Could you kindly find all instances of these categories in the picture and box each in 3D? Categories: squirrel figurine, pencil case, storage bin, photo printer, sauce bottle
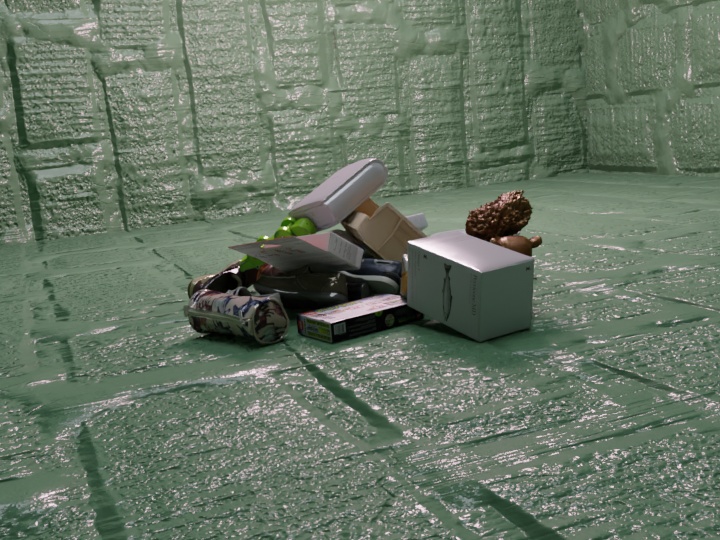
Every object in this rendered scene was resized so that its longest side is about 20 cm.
[{"bbox_3d":[0.244,-0.043,1.545,0.139,0.204,0.187,1,-12,-6],"label":"squirrel figurine"},{"bbox_3d":[-0.218,0.078,1.504,0.198,0.079,0.089,5,-6,42],"label":"pencil case"},{"bbox_3d":[0.067,-0.061,1.812,0.094,0.198,0.200,-50,15,-1],"label":"storage bin"},{"bbox_3d":[-0.041,-0.163,1.853,0.200,0.070,0.165,-42,16,-30],"label":"photo printer"},{"bbox_3d":[-0.078,0.038,1.705,0.197,0.066,0.065,1,11,26],"label":"sauce bottle"}]

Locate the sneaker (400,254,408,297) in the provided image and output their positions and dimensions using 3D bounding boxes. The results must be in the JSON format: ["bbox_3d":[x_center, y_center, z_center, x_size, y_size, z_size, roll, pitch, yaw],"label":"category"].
[{"bbox_3d":[0.118,0.016,1.599,0.086,0.077,0.200,5,-6,7],"label":"sneaker"}]

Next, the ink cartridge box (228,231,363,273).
[{"bbox_3d":[-0.122,-0.042,1.653,0.198,0.045,0.175,-6,-24,44],"label":"ink cartridge box"}]

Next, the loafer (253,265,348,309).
[{"bbox_3d":[-0.108,0.031,1.648,0.197,0.071,0.075,6,-23,22],"label":"loafer"}]

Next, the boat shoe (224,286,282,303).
[{"bbox_3d":[-0.225,0.064,1.627,0.198,0.067,0.071,3,13,39],"label":"boat shoe"}]

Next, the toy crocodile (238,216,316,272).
[{"bbox_3d":[-0.178,-0.052,1.837,0.199,0.062,0.068,-33,16,24],"label":"toy crocodile"}]

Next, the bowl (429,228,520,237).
[{"bbox_3d":[0.249,-0.035,1.887,0.197,0.092,0.201,-6,9,1],"label":"bowl"}]

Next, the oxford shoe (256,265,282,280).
[{"bbox_3d":[-0.141,0.006,1.920,0.072,0.073,0.198,11,18,43],"label":"oxford shoe"}]

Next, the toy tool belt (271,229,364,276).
[{"bbox_3d":[-0.086,-0.004,1.843,0.198,0.126,0.123,-29,-3,0],"label":"toy tool belt"}]

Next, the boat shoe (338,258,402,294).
[{"bbox_3d":[0.000,0.000,1.715,0.198,0.063,0.075,4,-30,43],"label":"boat shoe"}]

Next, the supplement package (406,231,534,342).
[{"bbox_3d":[0.176,0.021,1.433,0.116,0.119,0.199,-11,20,-31],"label":"supplement package"}]

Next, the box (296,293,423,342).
[{"bbox_3d":[0.001,0.079,1.512,0.198,0.035,0.109,-12,12,-34],"label":"box"}]

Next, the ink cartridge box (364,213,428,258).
[{"bbox_3d":[0.035,-0.070,2.123,0.198,0.041,0.199,-12,-15,-37],"label":"ink cartridge box"}]

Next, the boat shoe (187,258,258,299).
[{"bbox_3d":[-0.276,0.028,1.881,0.064,0.074,0.199,11,28,43],"label":"boat shoe"}]
